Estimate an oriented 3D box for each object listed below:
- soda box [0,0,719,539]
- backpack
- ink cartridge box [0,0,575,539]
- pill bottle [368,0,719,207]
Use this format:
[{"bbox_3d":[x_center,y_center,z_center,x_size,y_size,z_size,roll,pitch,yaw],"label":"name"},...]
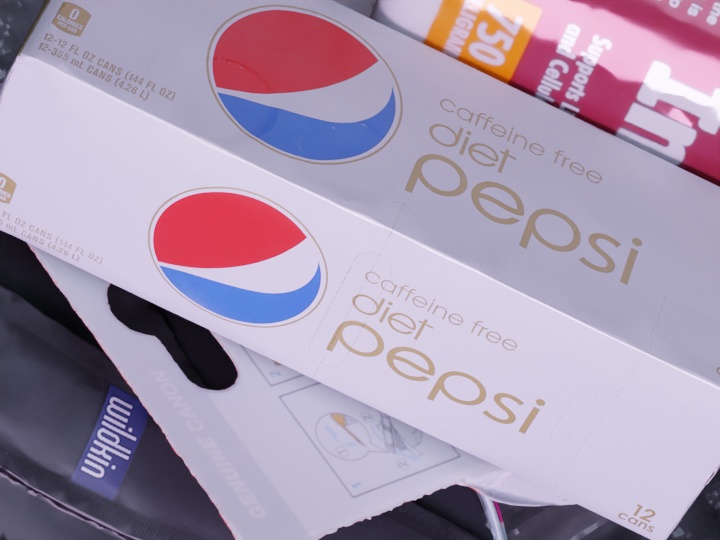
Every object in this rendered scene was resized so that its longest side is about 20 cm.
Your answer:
[{"bbox_3d":[0.006,-0.013,0.747,0.199,0.064,0.068,25,47,-2],"label":"soda box"},{"bbox_3d":[-0.067,0.091,0.817,0.199,0.151,0.178,24,75,-9],"label":"backpack"},{"bbox_3d":[0.000,0.000,0.814,0.200,0.057,0.163,-21,61,-34],"label":"ink cartridge box"},{"bbox_3d":[0.108,-0.060,0.790,0.199,0.113,0.113,23,82,-1],"label":"pill bottle"}]
